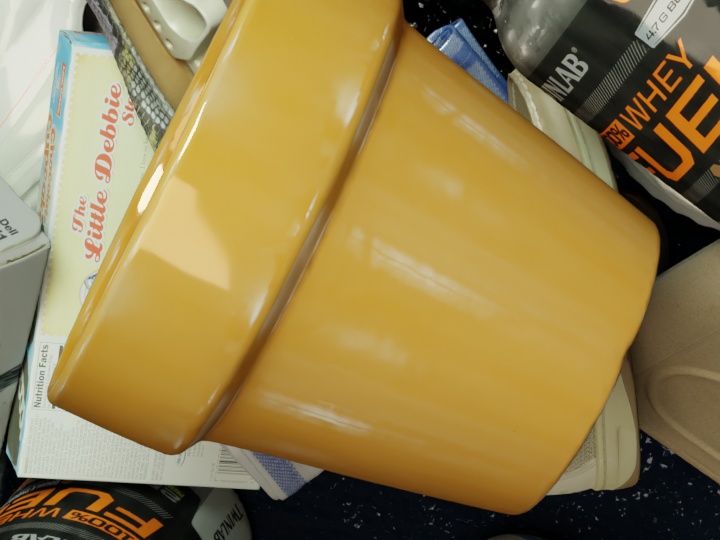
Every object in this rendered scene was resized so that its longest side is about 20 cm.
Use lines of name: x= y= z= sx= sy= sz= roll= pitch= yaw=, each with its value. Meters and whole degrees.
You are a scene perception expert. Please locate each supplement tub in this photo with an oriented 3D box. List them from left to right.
supplement tub: x=-0.131 y=0.162 z=1.242 sx=0.122 sy=0.200 sz=0.123 roll=5 pitch=110 yaw=13
supplement tub: x=0.138 y=-0.090 z=0.999 sx=0.200 sy=0.123 sz=0.123 roll=37 pitch=114 yaw=1

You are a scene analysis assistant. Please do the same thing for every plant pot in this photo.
plant pot: x=0.005 y=-0.001 z=1.026 sx=0.183 sy=0.200 sz=0.201 roll=26 pitch=114 yaw=-6

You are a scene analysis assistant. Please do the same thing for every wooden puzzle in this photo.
wooden puzzle: x=0.208 y=0.059 z=1.154 sx=0.200 sy=0.046 sz=0.185 roll=39 pitch=150 yaw=-9

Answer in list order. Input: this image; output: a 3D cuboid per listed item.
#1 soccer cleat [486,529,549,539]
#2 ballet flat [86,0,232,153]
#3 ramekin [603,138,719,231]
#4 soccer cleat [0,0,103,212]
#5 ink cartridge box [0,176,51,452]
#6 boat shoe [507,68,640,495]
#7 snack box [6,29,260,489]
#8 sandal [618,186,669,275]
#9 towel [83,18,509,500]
soccer cleat: x=0.133 y=0.181 z=1.239 sx=0.199 sy=0.086 sz=0.070 roll=17 pitch=113 yaw=8
ballet flat: x=-0.067 y=-0.090 z=1.145 sx=0.072 sy=0.072 sz=0.201 roll=-24 pitch=107 yaw=21
ramekin: x=0.178 y=-0.107 z=1.114 sx=0.199 sy=0.105 sz=0.201 roll=5 pitch=110 yaw=13
soccer cleat: x=-0.147 y=-0.053 z=1.244 sx=0.077 sy=0.069 sz=0.201 roll=11 pitch=109 yaw=8
ink cartridge box: x=-0.228 y=0.023 z=1.227 sx=0.147 sy=0.083 sz=0.201 roll=44 pitch=136 yaw=26
boat shoe: x=0.075 y=0.006 z=1.131 sx=0.065 sy=0.072 sz=0.201 roll=-10 pitch=116 yaw=-5
snack box: x=-0.090 y=-0.003 z=1.221 sx=0.116 sy=0.037 sz=0.201 roll=5 pitch=104 yaw=-18
sandal: x=0.044 y=0.019 z=1.223 sx=0.199 sy=0.055 sz=0.082 roll=-17 pitch=104 yaw=20
towel: x=0.000 y=0.000 z=1.161 sx=0.200 sy=0.024 sz=0.147 roll=-36 pitch=120 yaw=6
